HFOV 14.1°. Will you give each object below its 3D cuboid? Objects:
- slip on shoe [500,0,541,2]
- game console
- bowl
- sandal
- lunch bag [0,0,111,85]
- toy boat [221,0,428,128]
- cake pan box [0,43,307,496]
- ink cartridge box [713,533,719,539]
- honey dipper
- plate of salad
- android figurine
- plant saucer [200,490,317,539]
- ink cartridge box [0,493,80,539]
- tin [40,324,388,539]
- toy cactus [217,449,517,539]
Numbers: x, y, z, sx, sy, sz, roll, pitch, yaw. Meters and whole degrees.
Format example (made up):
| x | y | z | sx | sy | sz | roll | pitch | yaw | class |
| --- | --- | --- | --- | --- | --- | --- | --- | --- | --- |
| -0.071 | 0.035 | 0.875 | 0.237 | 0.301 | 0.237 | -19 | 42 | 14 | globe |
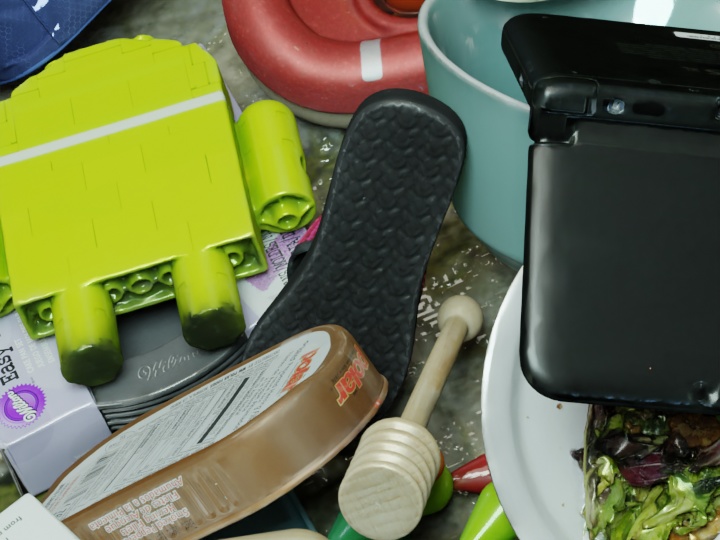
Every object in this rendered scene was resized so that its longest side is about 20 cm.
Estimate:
| x | y | z | sx | sy | sz | roll | pitch | yaw | class |
| --- | --- | --- | --- | --- | --- | --- | --- | --- | --- |
| 0.118 | -0.178 | 1.426 | 0.074 | 0.062 | 0.199 | 26 | 29 | 34 | slip on shoe |
| 0.159 | -0.024 | 1.227 | 0.198 | 0.117 | 0.176 | 6 | 20 | -8 | game console |
| 0.118 | -0.059 | 1.372 | 0.199 | 0.106 | 0.201 | 6 | 27 | -3 | bowl |
| 0.000 | 0.000 | 1.356 | 0.075 | 0.201 | 0.045 | 20 | 28 | -5 | sandal |
| -0.170 | -0.207 | 1.546 | 0.200 | 0.133 | 0.136 | -47 | 17 | -22 | lunch bag |
| 0.025 | -0.157 | 1.485 | 0.198 | 0.131 | 0.131 | -10 | 50 | 7 | toy boat |
| -0.120 | -0.001 | 1.457 | 0.183 | 0.052 | 0.201 | -26 | 51 | -2 | cake pan box |
| 0.209 | 0.123 | 1.222 | 0.068 | 0.116 | 0.200 | 31 | 65 | 33 | ink cartridge box |
| 0.028 | 0.059 | 1.310 | 0.038 | 0.038 | 0.200 | -3 | 22 | 13 | honey dipper |
| 0.148 | 0.058 | 1.262 | 0.200 | 0.201 | 0.048 | -39 | 10 | -15 | plate of salad |
| -0.115 | -0.038 | 1.426 | 0.181 | 0.041 | 0.201 | -18 | 51 | 2 | android figurine |
| -0.024 | 0.178 | 1.310 | 0.070 | 0.019 | 0.200 | -28 | 50 | -7 | plant saucer |
| -0.095 | 0.211 | 1.220 | 0.087 | 0.146 | 0.200 | -37 | 51 | -17 | ink cartridge box |
| -0.075 | 0.086 | 1.316 | 0.199 | 0.042 | 0.112 | -28 | 18 | 31 | tin |
| 0.008 | 0.141 | 1.269 | 0.164 | 0.103 | 0.201 | 3 | 37 | -5 | toy cactus |
